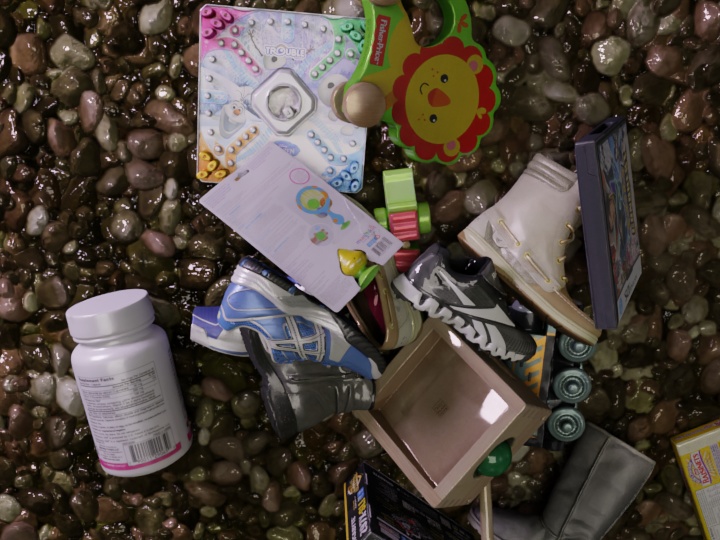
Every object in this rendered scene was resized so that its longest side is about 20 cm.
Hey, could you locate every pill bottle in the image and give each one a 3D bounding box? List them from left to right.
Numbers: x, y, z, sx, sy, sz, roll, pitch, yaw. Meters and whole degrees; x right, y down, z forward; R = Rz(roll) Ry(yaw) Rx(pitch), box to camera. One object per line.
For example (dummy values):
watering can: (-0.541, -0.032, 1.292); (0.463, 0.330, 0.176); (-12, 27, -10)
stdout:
pill bottle: (-0.278, 0.132, 0.845); (0.113, 0.113, 0.201); (-10, 104, 0)

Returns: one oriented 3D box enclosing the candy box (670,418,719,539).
candy box: (0.502, 0.299, 0.963); (0.102, 0.026, 0.201); (-22, 104, 6)

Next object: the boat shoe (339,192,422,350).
boat shoe: (0.000, 0.000, 0.813); (0.074, 0.066, 0.201); (-40, 76, 38)

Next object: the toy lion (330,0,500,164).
toy lion: (0.072, -0.223, 0.785); (0.191, 0.069, 0.201); (5, 104, -21)

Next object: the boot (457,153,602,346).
boot: (0.233, -0.026, 0.816); (0.200, 0.072, 0.155); (43, 89, 16)

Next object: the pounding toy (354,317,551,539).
pounding toy: (0.121, 0.194, 0.843); (0.184, 0.142, 0.200); (-51, 58, 10)

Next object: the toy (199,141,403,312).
toy: (-0.065, -0.044, 0.777); (0.200, 0.047, 0.115); (37, 63, 16)

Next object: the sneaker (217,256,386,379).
sneaker: (-0.060, 0.065, 0.742); (0.200, 0.076, 0.077); (34, 90, -19)

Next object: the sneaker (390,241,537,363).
sneaker: (0.136, 0.034, 0.793); (0.199, 0.067, 0.091); (30, 105, -19)

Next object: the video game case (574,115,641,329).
video game case: (0.283, -0.060, 0.791); (0.025, 0.181, 0.201); (-2, 107, 31)

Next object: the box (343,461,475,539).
box: (0.072, 0.347, 0.890); (0.200, 0.160, 0.049); (36, 101, -11)

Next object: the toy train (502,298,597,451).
toy train: (0.227, 0.130, 0.884); (0.113, 0.085, 0.201); (5, 104, 6)

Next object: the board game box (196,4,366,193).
board game box: (-0.089, -0.194, 0.814); (0.199, 0.026, 0.201); (4, 104, -3)

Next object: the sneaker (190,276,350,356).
sneaker: (-0.098, 0.047, 0.855); (0.198, 0.081, 0.116); (11, 97, -8)

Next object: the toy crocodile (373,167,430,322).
toy crocodile: (0.052, -0.022, 0.845); (0.067, 0.062, 0.201); (-2, 104, -2)

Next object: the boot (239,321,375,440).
boot: (-0.062, 0.083, 0.804); (0.130, 0.068, 0.201); (-20, 101, -18)

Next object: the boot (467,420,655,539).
boot: (0.260, 0.290, 0.925); (0.181, 0.073, 0.201); (26, 93, 17)
